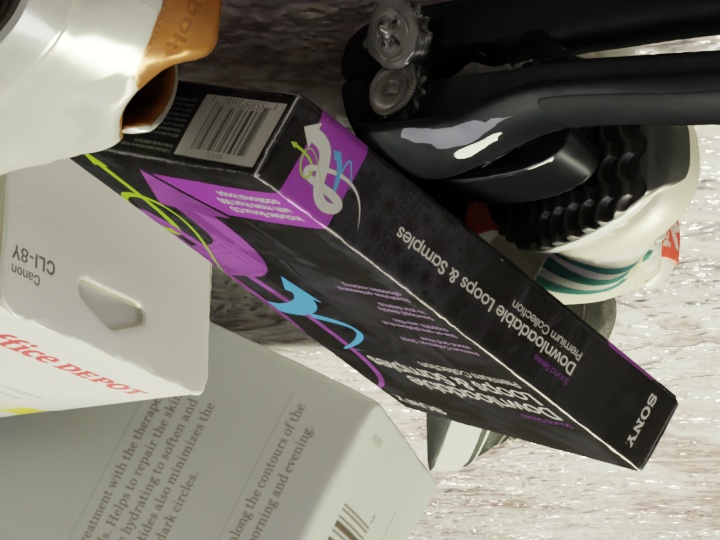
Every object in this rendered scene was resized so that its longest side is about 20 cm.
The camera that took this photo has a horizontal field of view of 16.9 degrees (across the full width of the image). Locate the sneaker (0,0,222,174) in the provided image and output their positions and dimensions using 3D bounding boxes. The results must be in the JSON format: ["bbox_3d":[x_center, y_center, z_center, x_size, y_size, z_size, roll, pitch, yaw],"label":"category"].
[{"bbox_3d":[-0.112,-0.052,0.791,0.085,0.073,0.200,14,158,-30],"label":"sneaker"}]

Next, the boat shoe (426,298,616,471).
[{"bbox_3d":[0.072,0.051,1.138,0.064,0.071,0.200,5,162,-8],"label":"boat shoe"}]

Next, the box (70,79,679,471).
[{"bbox_3d":[0.000,0.000,0.848,0.200,0.036,0.143,36,166,-33],"label":"box"}]

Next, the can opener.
[{"bbox_3d":[0.071,-0.065,0.744,0.079,0.064,0.200,14,162,-42],"label":"can opener"}]

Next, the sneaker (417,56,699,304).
[{"bbox_3d":[0.086,-0.028,0.875,0.093,0.070,0.200,6,168,-22],"label":"sneaker"}]

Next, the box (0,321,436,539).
[{"bbox_3d":[-0.091,0.133,1.125,0.171,0.199,0.200,24,169,15],"label":"box"}]

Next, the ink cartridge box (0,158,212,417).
[{"bbox_3d":[-0.178,0.006,0.978,0.200,0.084,0.145,-7,161,29],"label":"ink cartridge box"}]
